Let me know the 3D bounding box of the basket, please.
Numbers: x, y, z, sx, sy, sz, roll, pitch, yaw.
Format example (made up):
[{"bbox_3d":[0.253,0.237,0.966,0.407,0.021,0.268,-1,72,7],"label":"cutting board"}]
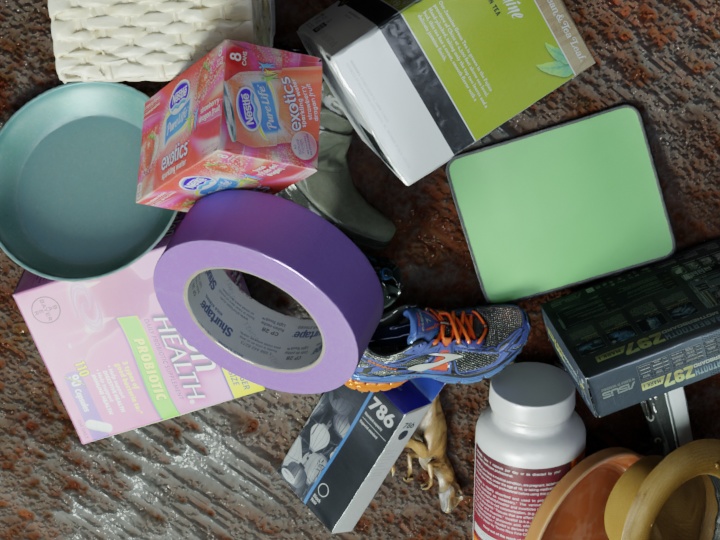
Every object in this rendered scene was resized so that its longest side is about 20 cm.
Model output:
[{"bbox_3d":[-0.181,-0.248,1.465,0.198,0.124,0.136,-3,113,1],"label":"basket"}]

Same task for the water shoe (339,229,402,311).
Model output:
[{"bbox_3d":[0.000,0.000,1.545,0.078,0.200,0.072,-8,80,-1],"label":"water shoe"}]

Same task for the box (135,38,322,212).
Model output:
[{"bbox_3d":[-0.117,-0.120,1.423,0.094,0.200,0.103,10,76,-26],"label":"box"}]

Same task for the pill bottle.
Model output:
[{"bbox_3d":[0.171,0.200,1.647,0.112,0.113,0.201,0,118,1],"label":"pill bottle"}]

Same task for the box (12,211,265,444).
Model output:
[{"bbox_3d":[-0.211,0.051,1.603,0.199,0.097,0.177,-17,113,7],"label":"box"}]

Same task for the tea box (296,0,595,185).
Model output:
[{"bbox_3d":[0.069,-0.198,1.424,0.196,0.200,0.134,-33,109,-1],"label":"tea box"}]

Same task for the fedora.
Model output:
[{"bbox_3d":[0.300,0.247,1.605,0.200,0.082,0.202,-16,118,-33],"label":"fedora"}]

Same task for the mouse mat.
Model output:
[{"bbox_3d":[0.196,-0.062,1.590,0.199,0.008,0.162,-16,103,9],"label":"mouse mat"}]

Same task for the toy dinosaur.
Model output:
[{"bbox_3d":[0.067,0.158,1.679,0.106,0.060,0.201,-14,120,-19],"label":"toy dinosaur"}]

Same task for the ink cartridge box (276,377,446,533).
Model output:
[{"bbox_3d":[-0.002,0.160,1.652,0.039,0.099,0.201,5,121,-52],"label":"ink cartridge box"}]

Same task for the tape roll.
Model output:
[{"bbox_3d":[-0.082,0.022,1.447,0.199,0.066,0.201,18,142,14],"label":"tape roll"}]

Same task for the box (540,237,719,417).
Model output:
[{"bbox_3d":[0.288,0.052,1.549,0.199,0.158,0.051,-21,116,-1],"label":"box"}]

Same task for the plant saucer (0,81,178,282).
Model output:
[{"bbox_3d":[-0.258,-0.081,1.538,0.198,0.036,0.201,-2,74,7],"label":"plant saucer"}]

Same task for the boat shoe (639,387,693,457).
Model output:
[{"bbox_3d":[0.314,0.177,1.673,0.056,0.069,0.201,-10,106,9],"label":"boat shoe"}]

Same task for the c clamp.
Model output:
[{"bbox_3d":[0.211,0.036,1.632,0.170,0.027,0.201,27,110,-10],"label":"c clamp"}]

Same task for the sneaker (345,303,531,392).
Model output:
[{"bbox_3d":[0.070,0.068,1.588,0.199,0.076,0.079,-13,146,0],"label":"sneaker"}]

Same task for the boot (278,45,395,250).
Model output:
[{"bbox_3d":[-0.023,-0.117,1.553,0.199,0.068,0.131,34,103,-14],"label":"boot"}]

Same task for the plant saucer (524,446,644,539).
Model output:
[{"bbox_3d":[0.226,0.269,1.629,0.200,0.032,0.202,-22,123,-37],"label":"plant saucer"}]
